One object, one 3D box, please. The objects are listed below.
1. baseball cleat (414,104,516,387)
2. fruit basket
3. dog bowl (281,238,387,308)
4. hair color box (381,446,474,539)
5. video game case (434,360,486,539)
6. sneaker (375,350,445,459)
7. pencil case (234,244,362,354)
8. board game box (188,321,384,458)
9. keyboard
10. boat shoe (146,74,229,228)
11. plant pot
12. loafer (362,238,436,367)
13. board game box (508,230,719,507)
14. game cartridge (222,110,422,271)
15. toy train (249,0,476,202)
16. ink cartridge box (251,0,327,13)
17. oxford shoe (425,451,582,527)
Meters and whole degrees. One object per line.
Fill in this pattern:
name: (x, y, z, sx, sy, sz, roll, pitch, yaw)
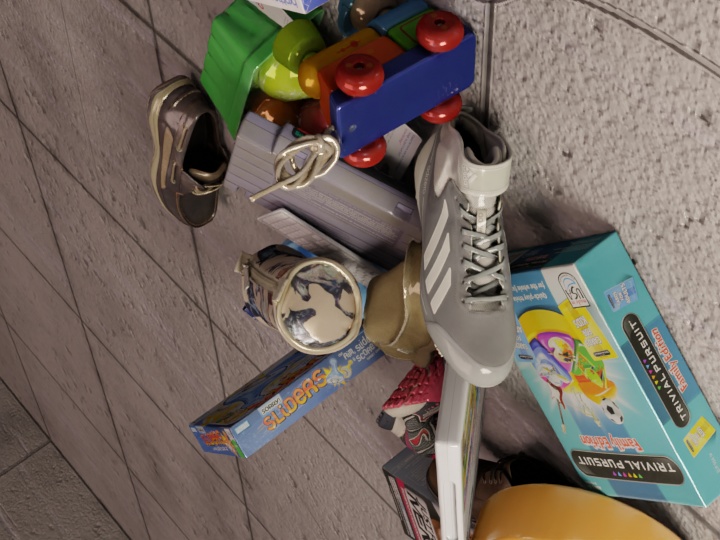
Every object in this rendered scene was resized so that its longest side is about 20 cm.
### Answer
baseball cleat: (0.078, -0.023, 0.987, 0.107, 0.069, 0.203, 119, 142, -60)
fruit basket: (-0.039, -0.141, 1.154, 0.199, 0.094, 0.186, 38, 156, 4)
dog bowl: (-0.027, 0.002, 1.335, 0.112, 0.049, 0.200, 59, 157, -5)
hair color box: (0.112, 0.257, 1.380, 0.199, 0.060, 0.100, 26, 143, 49)
video game case: (0.083, 0.110, 1.113, 0.022, 0.202, 0.184, 4, 139, 9)
sneaker: (0.069, 0.125, 1.276, 0.074, 0.081, 0.200, 39, 168, 8)
pencil case: (-0.056, 0.022, 1.196, 0.088, 0.079, 0.200, 15, -179, -14)
board game box: (-0.065, 0.112, 1.363, 0.035, 0.199, 0.135, 59, 156, -9)
keyboard: (0.000, 0.000, 1.209, 0.199, 0.011, 0.056, 32, 168, -20)
boat shoe: (-0.180, -0.112, 1.461, 0.073, 0.074, 0.201, 41, 154, 31)
plant pot: (0.160, 0.306, 1.099, 0.197, 0.185, 0.202, 18, 145, 13)
loafer: (0.036, 0.032, 1.124, 0.066, 0.077, 0.201, 6, 157, 1)
board game box: (0.180, 0.076, 1.022, 0.202, 0.047, 0.151, 60, 157, -8)
game cartridge: (-0.016, -0.058, 1.141, 0.198, 0.039, 0.130, 27, 157, -3)
toy train: (-0.025, -0.133, 0.966, 0.116, 0.198, 0.085, 46, 156, 32)
ink cartridge box: (-0.065, -0.244, 1.029, 0.199, 0.093, 0.045, 27, 143, 51)
oxford shoe: (0.136, 0.194, 1.244, 0.198, 0.073, 0.085, 13, 131, 42)
